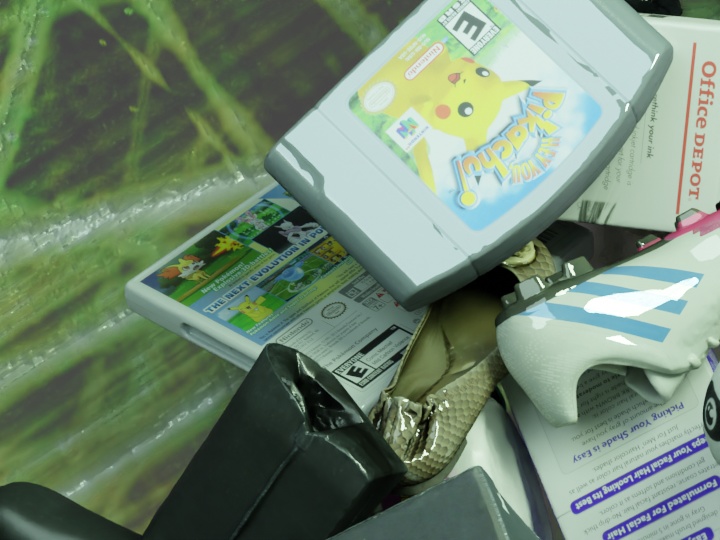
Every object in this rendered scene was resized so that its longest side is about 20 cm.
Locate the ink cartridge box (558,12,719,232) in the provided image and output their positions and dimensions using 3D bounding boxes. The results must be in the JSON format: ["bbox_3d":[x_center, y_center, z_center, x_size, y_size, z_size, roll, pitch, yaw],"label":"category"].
[{"bbox_3d":[0.147,-0.084,1.628,0.200,0.067,0.116,7,98,12],"label":"ink cartridge box"}]

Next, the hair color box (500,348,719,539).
[{"bbox_3d":[0.157,0.110,1.564,0.109,0.065,0.200,-28,53,10],"label":"hair color box"}]

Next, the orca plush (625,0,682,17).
[{"bbox_3d":[0.094,-0.187,1.750,0.105,0.071,0.200,-49,54,-5],"label":"orca plush"}]

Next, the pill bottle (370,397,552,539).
[{"bbox_3d":[-0.006,0.146,1.594,0.200,0.112,0.112,-20,57,15],"label":"pill bottle"}]

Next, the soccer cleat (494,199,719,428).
[{"bbox_3d":[0.167,0.018,1.543,0.200,0.070,0.086,-24,85,-10],"label":"soccer cleat"}]

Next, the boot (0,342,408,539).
[{"bbox_3d":[-0.091,0.113,1.516,0.165,0.066,0.200,40,123,5],"label":"boot"}]

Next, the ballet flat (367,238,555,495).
[{"bbox_3d":[0.051,0.038,1.554,0.067,0.046,0.200,4,40,28],"label":"ballet flat"}]

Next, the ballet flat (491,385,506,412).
[{"bbox_3d":[-0.009,0.058,1.666,0.200,0.073,0.073,28,78,38],"label":"ballet flat"}]

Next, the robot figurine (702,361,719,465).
[{"bbox_3d":[0.252,0.107,1.443,0.125,0.150,0.200,-28,81,-37],"label":"robot figurine"}]

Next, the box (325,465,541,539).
[{"bbox_3d":[0.024,0.221,1.486,0.200,0.197,0.118,-28,56,10],"label":"box"}]

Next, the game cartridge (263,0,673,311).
[{"bbox_3d":[0.063,-0.080,1.570,0.200,0.040,0.133,-44,75,-4],"label":"game cartridge"}]

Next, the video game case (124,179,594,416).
[{"bbox_3d":[0.000,0.000,1.668,0.182,0.022,0.200,26,47,34],"label":"video game case"}]
